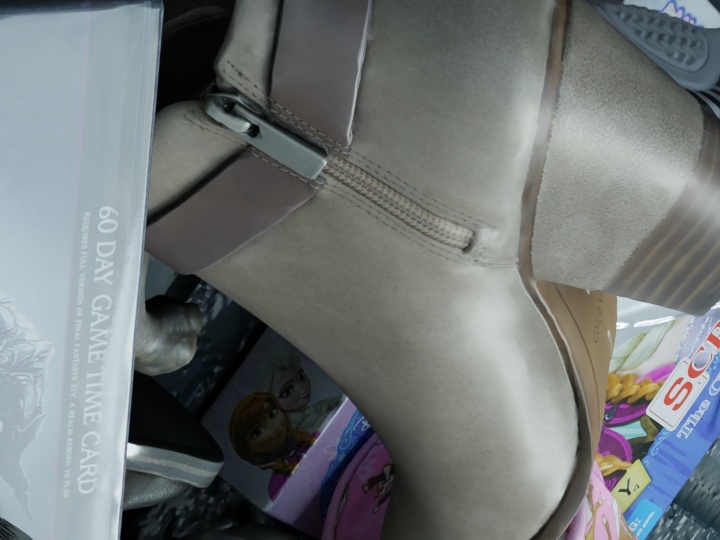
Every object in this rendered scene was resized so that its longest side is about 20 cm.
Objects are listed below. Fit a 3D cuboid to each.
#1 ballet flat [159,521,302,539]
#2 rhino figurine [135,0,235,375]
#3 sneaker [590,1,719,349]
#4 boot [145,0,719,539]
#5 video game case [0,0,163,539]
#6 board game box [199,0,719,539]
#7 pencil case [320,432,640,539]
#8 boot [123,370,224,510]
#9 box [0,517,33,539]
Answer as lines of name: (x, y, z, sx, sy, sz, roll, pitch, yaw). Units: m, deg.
ballet flat: (-0.036, 0.112, 0.864, 0.200, 0.070, 0.065, 81, 31, -62)
rhino figurine: (-0.036, -0.073, 0.726, 0.087, 0.060, 0.201, 22, 99, -56)
sneaker: (0.076, -0.008, 0.797, 0.199, 0.075, 0.115, 10, 131, -28)
boot: (0.000, 0.000, 0.696, 0.146, 0.070, 0.200, 21, 130, -16)
video game case: (-0.132, 0.025, 0.498, 0.199, 0.019, 0.144, -7, 118, -27)
board game box: (0.064, 0.012, 0.921, 0.200, 0.041, 0.199, -55, 144, 1)
pencil case: (0.060, 0.111, 0.893, 0.200, 0.082, 0.087, 48, 55, -53)
boot: (-0.142, 0.093, 0.747, 0.199, 0.069, 0.175, 5, 120, -45)
box: (-0.125, 0.044, 0.451, 0.068, 0.082, 0.200, -51, 130, 2)
